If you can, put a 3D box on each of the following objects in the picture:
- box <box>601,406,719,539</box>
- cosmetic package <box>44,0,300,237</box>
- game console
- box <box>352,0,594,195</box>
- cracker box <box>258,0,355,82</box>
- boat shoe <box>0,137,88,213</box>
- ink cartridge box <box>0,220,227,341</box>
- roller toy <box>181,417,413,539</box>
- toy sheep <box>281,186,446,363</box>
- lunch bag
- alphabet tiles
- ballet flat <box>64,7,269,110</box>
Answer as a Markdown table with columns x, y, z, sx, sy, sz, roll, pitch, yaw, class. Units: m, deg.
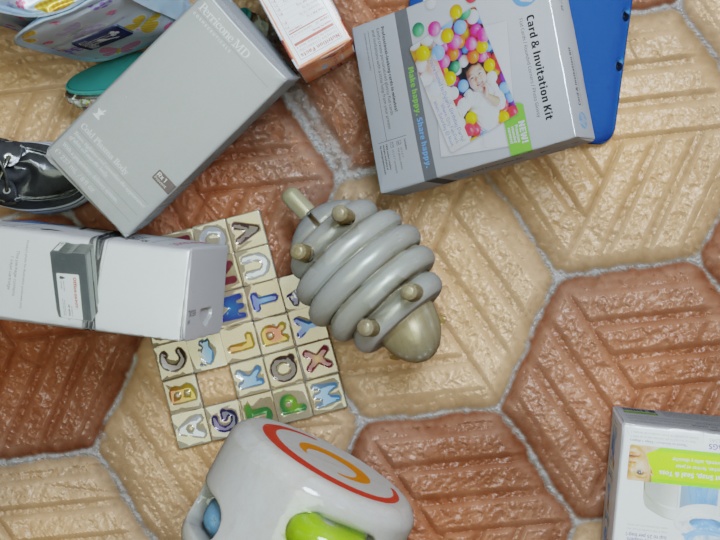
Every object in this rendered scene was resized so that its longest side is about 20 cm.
| x | y | z | sx | sy | sz | roll | pitch | yaw | class |
| --- | --- | --- | --- | --- | --- | --- | --- | --- | --- |
| 0.274 | 0.232 | 1.327 | 0.112 | 0.101 | 0.201 | 6 | 94 | 4 | box |
| -0.159 | -0.136 | 1.279 | 0.107 | 0.090 | 0.200 | 45 | 103 | -3 | cosmetic package |
| 0.142 | -0.224 | 1.351 | 0.170 | 0.118 | 0.201 | 10 | 95 | 35 | game console |
| 0.094 | -0.163 | 1.288 | 0.199 | 0.041 | 0.157 | -14 | 83 | 33 | box |
| -0.075 | -0.269 | 1.305 | 0.058 | 0.134 | 0.201 | -28 | 92 | 2 | cracker box |
| -0.344 | -0.095 | 1.372 | 0.199 | 0.066 | 0.070 | 12 | 95 | 4 | boat shoe |
| -0.230 | 0.007 | 1.325 | 0.199 | 0.145 | 0.085 | 7 | 94 | 8 | ink cartridge box |
| -0.058 | 0.229 | 1.315 | 0.182 | 0.200 | 0.140 | 31 | 96 | 25 | roller toy |
| 0.000 | 0.000 | 1.320 | 0.138 | 0.138 | 0.200 | -38 | 81 | 6 | toy sheep |
| -0.262 | -0.251 | 1.287 | 0.199 | 0.170 | 0.128 | 17 | 95 | 15 | lunch bag |
| -0.116 | 0.052 | 1.394 | 0.166 | 0.008 | 0.201 | -15 | 93 | 5 | alphabet tiles |
| -0.170 | -0.175 | 1.357 | 0.199 | 0.076 | 0.064 | -19 | 126 | 11 | ballet flat |
